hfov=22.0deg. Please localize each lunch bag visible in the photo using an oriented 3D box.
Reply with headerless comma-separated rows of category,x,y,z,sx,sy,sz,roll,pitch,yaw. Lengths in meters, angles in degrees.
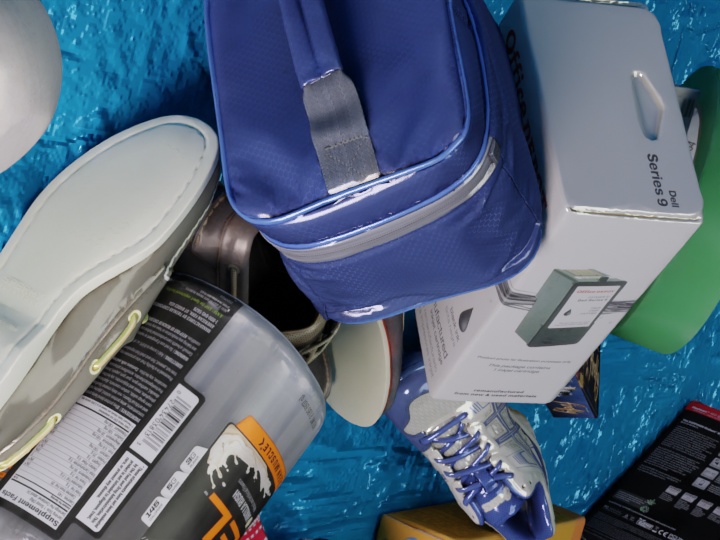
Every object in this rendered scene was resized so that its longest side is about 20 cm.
lunch bag,0.003,-0.092,0.924,0.132,0.135,0.201,54,21,-55

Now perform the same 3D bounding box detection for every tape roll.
tape roll,0.229,-0.043,1.312,0.200,0.048,0.202,-159,-90,-84

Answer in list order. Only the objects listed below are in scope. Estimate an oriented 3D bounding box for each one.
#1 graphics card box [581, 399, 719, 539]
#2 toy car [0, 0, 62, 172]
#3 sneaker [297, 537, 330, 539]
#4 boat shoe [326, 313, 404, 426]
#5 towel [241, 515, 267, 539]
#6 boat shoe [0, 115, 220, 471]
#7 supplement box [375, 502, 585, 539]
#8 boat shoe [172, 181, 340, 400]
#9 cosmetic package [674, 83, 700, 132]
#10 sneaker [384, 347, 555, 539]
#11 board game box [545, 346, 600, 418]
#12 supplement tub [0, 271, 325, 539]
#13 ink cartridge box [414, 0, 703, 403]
graphics card box,0.285,0.200,1.571,0.200,0.125,0.051,-39,138,-40
toy car,-0.218,-0.072,0.655,0.200,0.175,0.150,-35,170,-41
sneaker,0.007,0.230,1.199,0.200,0.079,0.074,68,20,-52
boat shoe,0.000,0.000,1.085,0.063,0.071,0.201,-40,134,-41
towel,-0.093,0.224,1.118,0.145,0.022,0.201,-48,143,-29
boat shoe,-0.135,0.011,0.885,0.202,0.072,0.060,-49,145,-17
supplement box,0.084,0.204,1.330,0.200,0.068,0.067,3,105,-58
boat shoe,-0.053,0.029,1.013,0.075,0.073,0.200,-56,146,-19
cosmetic package,0.140,-0.110,1.214,0.199,0.082,0.051,-3,113,-55
sneaker,0.080,0.119,1.226,0.075,0.089,0.200,-33,141,14
board game box,0.137,0.015,1.233,0.200,0.034,0.137,49,43,-72
supplement tub,-0.117,0.110,0.919,0.200,0.122,0.123,-53,145,-22
ink cartridge box,0.098,-0.037,1.033,0.083,0.147,0.200,3,147,-20
